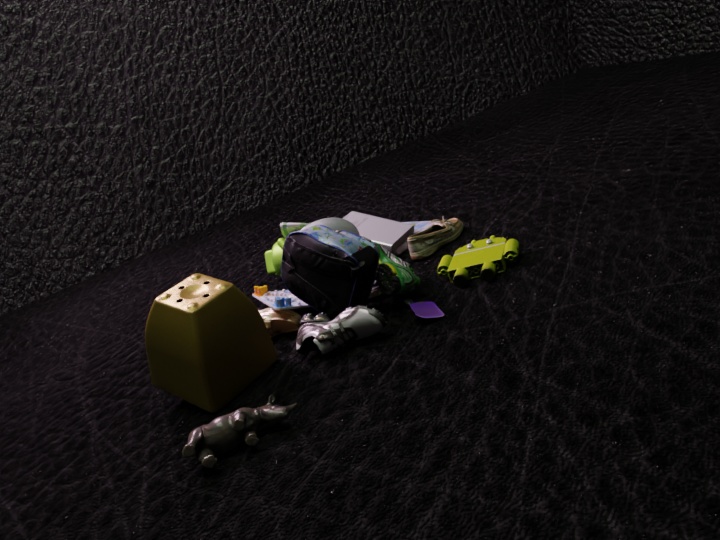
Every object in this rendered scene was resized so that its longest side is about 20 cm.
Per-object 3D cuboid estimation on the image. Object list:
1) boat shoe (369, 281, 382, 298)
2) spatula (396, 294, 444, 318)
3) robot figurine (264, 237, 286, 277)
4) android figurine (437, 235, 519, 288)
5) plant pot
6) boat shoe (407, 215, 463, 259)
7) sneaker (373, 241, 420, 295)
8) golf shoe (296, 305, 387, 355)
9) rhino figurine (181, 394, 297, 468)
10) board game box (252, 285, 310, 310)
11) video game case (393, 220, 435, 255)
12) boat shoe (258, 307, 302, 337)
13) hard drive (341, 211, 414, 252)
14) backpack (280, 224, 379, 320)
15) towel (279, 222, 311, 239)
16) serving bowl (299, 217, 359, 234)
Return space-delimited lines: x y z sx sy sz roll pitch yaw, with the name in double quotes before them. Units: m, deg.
"boat shoe" 0.000 0.000 1.532 0.074 0.093 0.200 -20 17 -10
"spatula" 0.111 0.068 1.324 0.056 0.021 0.200 -5 9 -16
"robot figurine" -0.173 -0.041 1.821 0.199 0.117 0.175 -14 -12 23
"android figurine" 0.261 -0.026 1.404 0.181 0.041 0.200 -13 21 25
"plant pot" -0.311 0.124 1.284 0.193 0.201 0.195 14 35 33
"boat shoe" 0.195 -0.096 1.640 0.073 0.063 0.200 -3 25 46
"sneaker" 0.067 0.000 1.433 0.085 0.079 0.200 6 26 -25
"golf shoe" -0.040 0.130 1.269 0.199 0.078 0.095 -13 36 30
"rhino figurine" -0.197 0.260 1.060 0.199 0.060 0.087 -23 7 -15
"board game box" -0.138 0.055 1.531 0.198 0.026 0.200 -5 9 -25
"video game case" 0.100 -0.094 1.815 0.182 0.022 0.199 -33 21 -32
"boat shoe" -0.221 0.130 1.471 0.199 0.074 0.070 -2 48 28
"hard drive" 0.030 -0.108 1.748 0.199 0.027 0.132 15 36 28
"backpack" -0.065 -0.003 1.387 0.199 0.184 0.147 26 30 23
"towel" -0.130 -0.099 1.872 0.198 0.031 0.149 4 -16 2
"serving bowl" -0.084 -0.038 1.638 0.199 0.201 0.066 -23 49 -5
